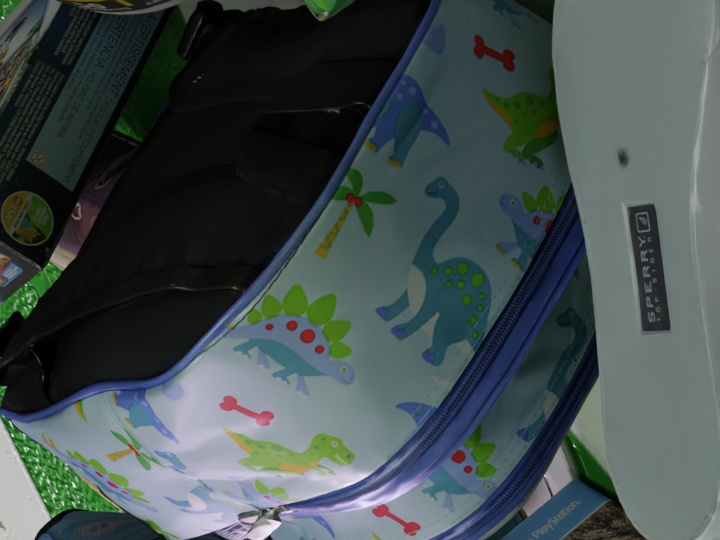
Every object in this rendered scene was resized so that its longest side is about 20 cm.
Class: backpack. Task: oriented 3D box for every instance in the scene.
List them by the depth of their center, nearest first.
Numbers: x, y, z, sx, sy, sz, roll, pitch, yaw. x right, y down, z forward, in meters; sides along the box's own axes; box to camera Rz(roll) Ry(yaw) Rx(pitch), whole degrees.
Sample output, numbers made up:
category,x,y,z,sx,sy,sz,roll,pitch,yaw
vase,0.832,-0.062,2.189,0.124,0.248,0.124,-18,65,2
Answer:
category,x,y,z,sx,sy,sz,roll,pitch,yaw
backpack,0.000,0.000,0.843,0.147,0.183,0.200,36,159,-16

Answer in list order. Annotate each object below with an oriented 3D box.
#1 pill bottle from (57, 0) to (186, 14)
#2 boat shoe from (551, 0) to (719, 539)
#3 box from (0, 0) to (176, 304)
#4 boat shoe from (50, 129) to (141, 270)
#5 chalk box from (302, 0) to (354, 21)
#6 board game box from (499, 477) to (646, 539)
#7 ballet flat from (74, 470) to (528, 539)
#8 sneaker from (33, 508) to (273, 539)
category,x,y,z,sx,sy,sz,roll,pitch,yaw
pill bottle,-0.106,-0.145,0.803,0.111,0.111,0.200,43,-169,18
boat shoe,0.112,-0.025,0.759,0.071,0.091,0.201,3,98,56
box,-0.143,-0.028,0.971,0.038,0.137,0.200,33,146,-17
boat shoe,-0.067,-0.022,1.042,0.200,0.072,0.065,33,140,31
chalk box,0.007,-0.161,0.693,0.125,0.124,0.200,49,153,10
board game box,0.097,0.190,0.926,0.200,0.159,0.097,29,144,38
ballet flat,-0.031,0.083,1.039,0.199,0.071,0.071,20,153,-7
sneaker,-0.035,0.120,0.977,0.200,0.079,0.090,25,-174,-43
